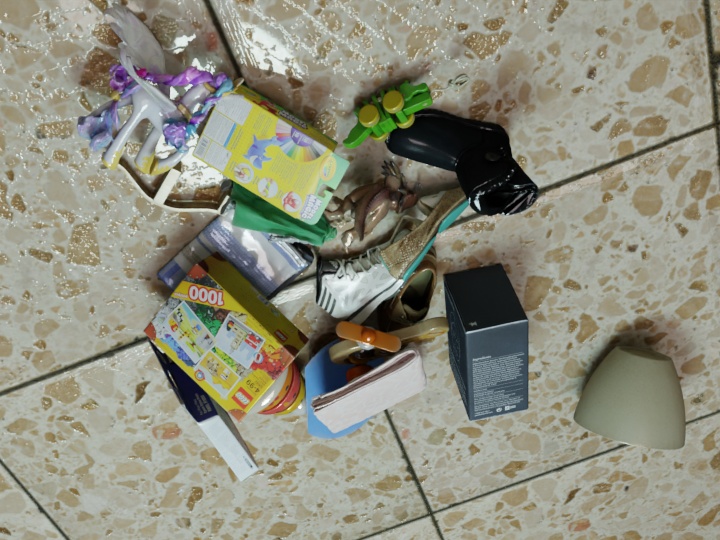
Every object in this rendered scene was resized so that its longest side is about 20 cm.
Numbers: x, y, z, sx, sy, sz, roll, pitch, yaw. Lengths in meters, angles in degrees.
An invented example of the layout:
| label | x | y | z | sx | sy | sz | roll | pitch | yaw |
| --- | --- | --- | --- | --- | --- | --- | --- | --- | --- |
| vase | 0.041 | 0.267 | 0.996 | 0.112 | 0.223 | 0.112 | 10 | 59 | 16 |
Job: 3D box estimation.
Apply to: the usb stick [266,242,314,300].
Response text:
| label | x | y | z | sx | sy | sz | roll | pitch | yaw |
| --- | --- | --- | --- | --- | --- | --- | --- | --- | --- |
| usb stick | -0.157 | 0.027 | 1.493 | 0.199 | 0.033 | 0.055 | -40 | 123 | 17 |

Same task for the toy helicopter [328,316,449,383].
| label | x | y | z | sx | sy | sz | roll | pitch | yaw |
| --- | --- | --- | --- | --- | --- | --- | --- | --- | --- |
| toy helicopter | 0.042 | 0.106 | 1.486 | 0.197 | 0.080 | 0.132 | -18 | 156 | 12 |

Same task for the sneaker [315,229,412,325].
| label | x | y | z | sx | sy | sz | roll | pitch | yaw |
| --- | --- | --- | --- | --- | --- | --- | --- | --- | --- |
| sneaker | 0.000 | 0.000 | 1.477 | 0.114 | 0.076 | 0.201 | 25 | 120 | -29 |

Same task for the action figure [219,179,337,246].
| label | x | y | z | sx | sy | sz | roll | pitch | yaw |
| --- | --- | --- | --- | --- | --- | --- | --- | --- | --- |
| action figure | -0.114 | -0.081 | 1.392 | 0.198 | 0.120 | 0.054 | 21 | 144 | -34 |

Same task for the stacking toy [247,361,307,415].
| label | x | y | z | sx | sy | sz | roll | pitch | yaw |
| --- | --- | --- | --- | --- | --- | --- | --- | --- | --- |
| stacking toy | -0.137 | 0.193 | 1.582 | 0.145 | 0.148 | 0.200 | -34 | 143 | 14 |

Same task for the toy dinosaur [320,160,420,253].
| label | x | y | z | sx | sy | sz | roll | pitch | yaw |
| --- | --- | --- | --- | --- | --- | --- | --- | --- | --- |
| toy dinosaur | 0.020 | -0.099 | 1.365 | 0.134 | 0.200 | 0.087 | -28 | 97 | 8 |

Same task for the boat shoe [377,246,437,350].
| label | x | y | z | sx | sy | sz | roll | pitch | yaw |
| --- | --- | --- | --- | --- | --- | --- | --- | --- | --- |
| boat shoe | 0.077 | 0.052 | 1.533 | 0.074 | 0.074 | 0.203 | 4 | 125 | -14 |

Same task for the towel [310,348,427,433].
| label | x | y | z | sx | sy | sz | roll | pitch | yaw |
| --- | --- | --- | --- | --- | --- | --- | --- | --- | --- |
| towel | 0.018 | 0.197 | 1.533 | 0.188 | 0.033 | 0.200 | -26 | 160 | -2 |

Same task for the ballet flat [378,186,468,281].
| label | x | y | z | sx | sy | sz | roll | pitch | yaw |
| --- | --- | --- | --- | --- | --- | --- | --- | --- | --- |
| ballet flat | 0.099 | -0.073 | 1.422 | 0.065 | 0.200 | 0.071 | 39 | 155 | 9 |

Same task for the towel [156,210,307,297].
| label | x | y | z | sx | sy | sz | roll | pitch | yaw |
| --- | --- | --- | --- | --- | --- | --- | --- | --- | --- |
| towel | -0.197 | -0.003 | 1.447 | 0.199 | 0.024 | 0.147 | -38 | 108 | 17 |

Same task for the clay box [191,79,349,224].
| label | x | y | z | sx | sy | sz | roll | pitch | yaw |
| --- | --- | --- | --- | --- | --- | --- | --- | --- | --- |
| clay box | -0.120 | -0.161 | 1.305 | 0.198 | 0.048 | 0.116 | 31 | 114 | -5 |

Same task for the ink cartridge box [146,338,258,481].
| label | x | y | z | sx | sy | sz | roll | pitch | yaw |
| --- | --- | --- | --- | --- | --- | --- | --- | --- | --- |
| ink cartridge box | -0.251 | 0.211 | 1.507 | 0.040 | 0.200 | 0.201 | -34 | 130 | -8 |

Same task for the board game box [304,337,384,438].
| label | x | y | z | sx | sy | sz | roll | pitch | yaw |
| --- | --- | --- | --- | --- | --- | --- | --- | --- | --- |
| board game box | -0.033 | 0.192 | 1.630 | 0.156 | 0.039 | 0.203 | -17 | 122 | -27 |

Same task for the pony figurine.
| label | x | y | z | sx | sy | sz | roll | pitch | yaw |
| --- | --- | --- | --- | --- | --- | --- | --- | --- | --- |
| pony figurine | -0.270 | -0.221 | 1.215 | 0.199 | 0.168 | 0.192 | -39 | 135 | 19 |

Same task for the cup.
| label | x | y | z | sx | sy | sz | roll | pitch | yaw |
| --- | --- | --- | --- | --- | --- | --- | --- | --- | --- |
| cup | 0.493 | 0.217 | 1.685 | 0.197 | 0.200 | 0.146 | 8 | 98 | -17 |

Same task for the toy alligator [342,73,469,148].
| label | x | y | z | sx | sy | sz | roll | pitch | yaw |
| --- | --- | --- | --- | --- | --- | --- | --- | --- | --- |
| toy alligator | 0.056 | -0.239 | 1.326 | 0.198 | 0.055 | 0.059 | -29 | 154 | 11 |

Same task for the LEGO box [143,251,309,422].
| label | x | y | z | sx | sy | sz | roll | pitch | yaw |
| --- | --- | --- | --- | --- | --- | --- | --- | --- | --- |
| LEGO box | -0.200 | 0.098 | 1.414 | 0.200 | 0.077 | 0.149 | 42 | 111 | 1 |

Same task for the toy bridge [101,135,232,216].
| label | x | y | z | sx | sy | sz | roll | pitch | yaw |
| --- | --- | --- | --- | --- | --- | --- | --- | --- | --- |
| toy bridge | -0.280 | -0.125 | 1.358 | 0.198 | 0.027 | 0.068 | 25 | 118 | -25 |

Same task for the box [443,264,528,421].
| label | x | y | z | sx | sy | sz | roll | pitch | yaw |
| --- | --- | --- | --- | --- | --- | --- | --- | --- | --- |
| box | 0.208 | 0.120 | 1.563 | 0.105 | 0.150 | 0.203 | -11 | 128 | -3 |

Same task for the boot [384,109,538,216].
| label | x | y | z | sx | sy | sz | roll | pitch | yaw |
| --- | --- | --- | --- | --- | --- | --- | --- | --- | --- |
| boot | 0.142 | -0.151 | 1.336 | 0.196 | 0.169 | 0.077 | 4 | 126 | -14 |
